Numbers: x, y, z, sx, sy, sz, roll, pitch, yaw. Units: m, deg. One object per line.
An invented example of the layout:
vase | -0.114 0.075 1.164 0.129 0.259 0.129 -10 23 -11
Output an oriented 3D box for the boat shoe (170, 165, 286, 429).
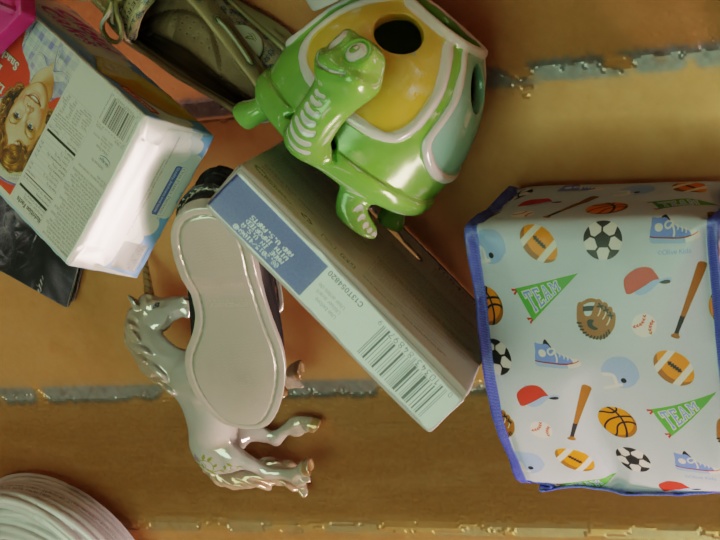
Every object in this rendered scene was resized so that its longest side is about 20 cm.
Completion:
boat shoe | -0.088 0.021 1.240 0.074 0.060 0.201 -2 127 12

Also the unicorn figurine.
unicorn figurine | -0.105 0.090 1.349 0.137 0.074 0.201 3 114 20

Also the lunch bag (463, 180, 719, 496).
lunch bag | 0.170 0.048 1.163 0.169 0.124 0.201 -2 107 26

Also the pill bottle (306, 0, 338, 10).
pill bottle | -0.042 -0.267 1.110 0.112 0.112 0.201 -23 103 33

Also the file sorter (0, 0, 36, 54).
file sorter | -0.333 -0.194 1.248 0.125 0.140 0.200 21 138 -38

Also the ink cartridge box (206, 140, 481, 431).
ink cartridge box | 0.000 0.000 1.174 0.200 0.200 0.041 45 105 0

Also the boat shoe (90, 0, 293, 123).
boat shoe | -0.125 -0.171 1.230 0.200 0.063 0.073 32 125 9

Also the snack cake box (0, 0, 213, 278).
snack cake box | -0.201 -0.097 1.232 0.200 0.067 0.115 42 109 37

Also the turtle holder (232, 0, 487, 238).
turtle holder | 0.002 -0.114 1.132 0.132 0.185 0.141 -50 51 13

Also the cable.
cable | -0.263 0.265 1.522 0.199 0.069 0.201 16 120 19

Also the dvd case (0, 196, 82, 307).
dvd case | -0.261 -0.084 1.372 0.148 0.016 0.201 28 124 11
